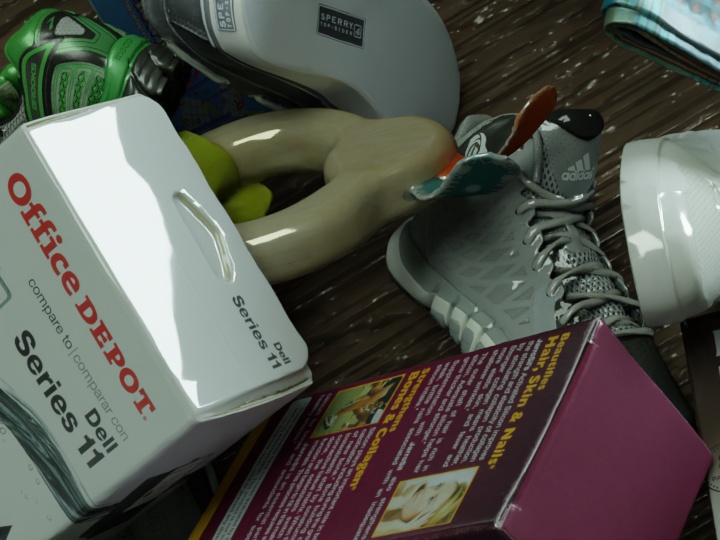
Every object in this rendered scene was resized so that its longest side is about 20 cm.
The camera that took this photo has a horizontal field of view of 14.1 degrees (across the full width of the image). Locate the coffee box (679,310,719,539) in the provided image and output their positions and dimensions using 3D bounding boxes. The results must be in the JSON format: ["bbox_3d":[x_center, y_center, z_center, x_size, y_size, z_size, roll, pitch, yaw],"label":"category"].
[{"bbox_3d":[0.239,0.060,1.182,0.199,0.080,0.113,-15,54,14],"label":"coffee box"}]

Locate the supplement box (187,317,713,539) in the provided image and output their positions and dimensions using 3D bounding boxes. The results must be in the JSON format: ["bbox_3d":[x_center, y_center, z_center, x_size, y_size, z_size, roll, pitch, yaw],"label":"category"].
[{"bbox_3d":[0.030,0.103,1.182,0.200,0.086,0.111,-16,34,45],"label":"supplement box"}]

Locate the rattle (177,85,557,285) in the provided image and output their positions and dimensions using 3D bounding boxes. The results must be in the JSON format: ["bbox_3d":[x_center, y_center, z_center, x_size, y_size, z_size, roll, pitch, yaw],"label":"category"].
[{"bbox_3d":[0.000,0.000,1.275,0.199,0.144,0.130,-8,13,11],"label":"rattle"}]

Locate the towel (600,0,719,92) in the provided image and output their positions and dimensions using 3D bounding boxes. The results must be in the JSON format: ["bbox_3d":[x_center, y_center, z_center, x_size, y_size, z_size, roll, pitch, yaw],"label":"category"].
[{"bbox_3d":[0.190,-0.157,1.219,0.146,0.022,0.201,25,70,-12],"label":"towel"}]

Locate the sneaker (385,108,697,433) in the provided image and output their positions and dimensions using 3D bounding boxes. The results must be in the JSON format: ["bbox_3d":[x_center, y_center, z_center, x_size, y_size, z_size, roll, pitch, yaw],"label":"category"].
[{"bbox_3d":[0.087,-0.008,1.256,0.200,0.075,0.116,41,117,44],"label":"sneaker"}]

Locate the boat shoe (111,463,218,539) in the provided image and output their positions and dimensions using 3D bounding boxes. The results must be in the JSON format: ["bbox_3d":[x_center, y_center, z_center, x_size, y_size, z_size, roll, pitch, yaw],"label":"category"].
[{"bbox_3d":[-0.083,0.141,1.281,0.075,0.060,0.200,-30,52,3],"label":"boat shoe"}]

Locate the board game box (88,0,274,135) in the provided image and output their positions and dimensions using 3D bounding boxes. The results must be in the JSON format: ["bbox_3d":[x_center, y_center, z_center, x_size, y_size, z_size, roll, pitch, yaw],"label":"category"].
[{"bbox_3d":[-0.117,-0.168,1.407,0.056,0.200,0.196,-29,53,-1],"label":"board game box"}]

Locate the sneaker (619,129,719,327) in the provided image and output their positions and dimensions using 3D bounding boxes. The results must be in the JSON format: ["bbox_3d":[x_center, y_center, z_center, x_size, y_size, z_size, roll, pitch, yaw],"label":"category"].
[{"bbox_3d":[0.174,-0.029,1.218,0.115,0.074,0.200,-6,13,16],"label":"sneaker"}]

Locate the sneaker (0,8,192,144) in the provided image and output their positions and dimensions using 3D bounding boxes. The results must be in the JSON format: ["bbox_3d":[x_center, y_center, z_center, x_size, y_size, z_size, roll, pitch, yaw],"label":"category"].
[{"bbox_3d":[-0.142,-0.056,1.362,0.085,0.200,0.078,30,51,1],"label":"sneaker"}]

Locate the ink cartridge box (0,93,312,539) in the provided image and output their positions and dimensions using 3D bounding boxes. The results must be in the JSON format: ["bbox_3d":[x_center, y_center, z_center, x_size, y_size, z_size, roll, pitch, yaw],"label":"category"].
[{"bbox_3d":[-0.136,0.040,1.226,0.200,0.083,0.147,-39,78,36],"label":"ink cartridge box"}]

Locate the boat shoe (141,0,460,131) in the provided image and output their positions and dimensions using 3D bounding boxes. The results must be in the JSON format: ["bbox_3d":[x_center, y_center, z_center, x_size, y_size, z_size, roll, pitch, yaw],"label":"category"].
[{"bbox_3d":[-0.025,-0.101,1.333,0.068,0.200,0.072,1,83,33],"label":"boat shoe"}]
